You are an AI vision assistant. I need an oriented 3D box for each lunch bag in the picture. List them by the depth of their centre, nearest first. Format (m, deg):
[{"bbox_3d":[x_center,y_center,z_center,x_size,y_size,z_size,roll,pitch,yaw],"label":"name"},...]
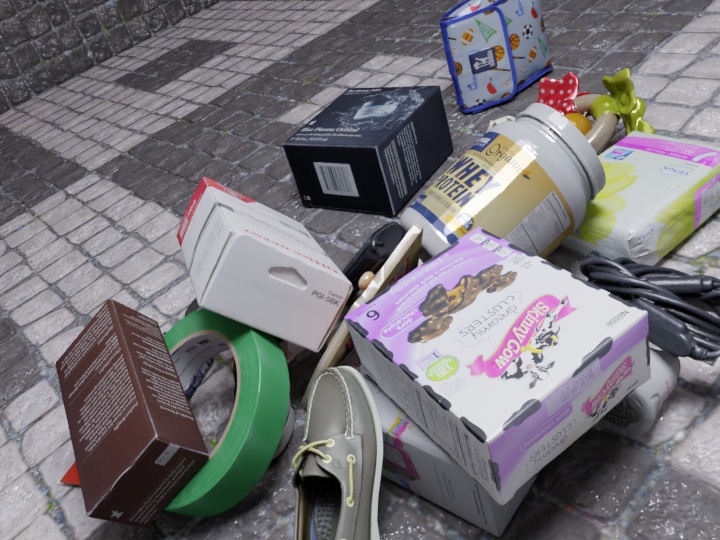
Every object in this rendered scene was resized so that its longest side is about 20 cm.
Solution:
[{"bbox_3d":[0.235,-0.397,1.220,0.197,0.174,0.123,-32,30,-21],"label":"lunch bag"}]

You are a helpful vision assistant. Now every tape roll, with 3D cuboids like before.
[{"bbox_3d":[-0.160,0.140,0.701,0.196,0.048,0.206,-20,55,31],"label":"tape roll"}]

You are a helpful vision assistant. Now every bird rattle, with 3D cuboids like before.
[{"bbox_3d":[0.311,-0.218,0.998,0.198,0.113,0.164,21,67,49],"label":"bird rattle"}]

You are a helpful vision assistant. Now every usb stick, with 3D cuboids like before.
[{"bbox_3d":[0.000,0.000,0.803,0.055,0.033,0.200,-45,-2,-27],"label":"usb stick"}]

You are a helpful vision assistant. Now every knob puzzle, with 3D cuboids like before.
[{"bbox_3d":[-0.006,0.055,0.715,0.030,0.222,0.220,34,54,10],"label":"knob puzzle"}]

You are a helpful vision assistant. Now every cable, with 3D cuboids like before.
[{"bbox_3d":[0.302,0.024,0.652,0.159,0.052,0.199,-5,26,-30],"label":"cable"}]

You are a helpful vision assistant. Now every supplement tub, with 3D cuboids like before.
[{"bbox_3d":[0.154,-0.068,0.755,0.199,0.145,0.144,-42,35,-1],"label":"supplement tub"}]

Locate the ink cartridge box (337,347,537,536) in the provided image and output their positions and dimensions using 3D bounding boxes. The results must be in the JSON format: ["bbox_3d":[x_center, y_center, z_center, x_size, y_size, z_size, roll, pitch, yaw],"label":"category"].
[{"bbox_3d":[0.076,0.126,0.645,0.197,0.086,0.144,16,47,40],"label":"ink cartridge box"}]

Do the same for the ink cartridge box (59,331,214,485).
[{"bbox_3d":[-0.269,0.157,0.815,0.106,0.051,0.202,-2,37,25],"label":"ink cartridge box"}]

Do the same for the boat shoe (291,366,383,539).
[{"bbox_3d":[-0.023,0.175,0.570,0.071,0.060,0.208,-22,59,34],"label":"boat shoe"}]

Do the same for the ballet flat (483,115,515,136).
[{"bbox_3d":[0.221,-0.184,1.002,0.066,0.070,0.201,-18,28,-5],"label":"ballet flat"}]

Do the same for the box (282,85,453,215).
[{"bbox_3d":[0.015,-0.198,1.105,0.193,0.120,0.200,9,42,37],"label":"box"}]

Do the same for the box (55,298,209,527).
[{"bbox_3d":[-0.230,0.134,0.681,0.100,0.075,0.201,-46,45,9],"label":"box"}]

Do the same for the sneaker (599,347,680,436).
[{"bbox_3d":[0.214,0.075,0.666,0.098,0.080,0.198,-29,41,-28],"label":"sneaker"}]

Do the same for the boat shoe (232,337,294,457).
[{"bbox_3d":[-0.120,0.109,0.765,0.073,0.095,0.202,-18,33,2],"label":"boat shoe"}]

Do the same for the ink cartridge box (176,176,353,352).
[{"bbox_3d":[-0.112,-0.011,0.748,0.084,0.144,0.200,-60,28,10],"label":"ink cartridge box"}]

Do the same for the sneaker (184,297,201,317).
[{"bbox_3d":[-0.190,-0.021,0.964,0.073,0.118,0.201,8,42,36],"label":"sneaker"}]

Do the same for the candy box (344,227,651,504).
[{"bbox_3d":[0.108,0.063,0.574,0.165,0.073,0.199,-32,36,-18],"label":"candy box"}]

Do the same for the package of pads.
[{"bbox_3d":[0.330,-0.085,0.822,0.198,0.069,0.154,-34,34,-18],"label":"package of pads"}]
